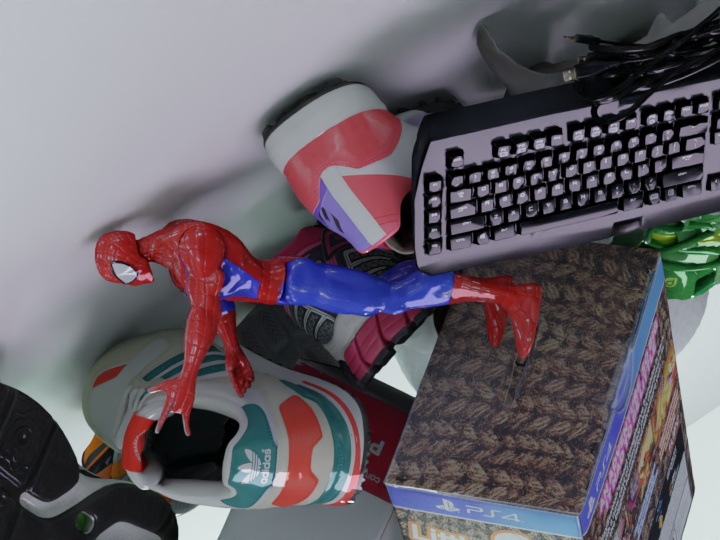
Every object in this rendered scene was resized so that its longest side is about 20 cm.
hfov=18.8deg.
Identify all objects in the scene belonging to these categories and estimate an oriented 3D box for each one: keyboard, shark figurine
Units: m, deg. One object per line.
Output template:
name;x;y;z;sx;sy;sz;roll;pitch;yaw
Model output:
keyboard;0.117;-0.054;0.922;0.199;0.040;0.105;-14;123;-14
shark figurine;0.101;-0.098;0.978;0.214;0.089;0.129;-35;-157;53

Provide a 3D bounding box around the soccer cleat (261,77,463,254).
soccer cleat;0.021;-0.038;1.006;0.068;0.073;0.200;-35;167;16

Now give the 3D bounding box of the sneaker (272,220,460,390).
sneaker;0.000;0.000;1.118;0.081;0.075;0.200;-47;-178;3

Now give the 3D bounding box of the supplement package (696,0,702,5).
supplement package;0.257;-0.087;1.062;0.121;0.120;0.200;-30;132;1

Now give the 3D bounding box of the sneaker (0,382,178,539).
sneaker;-0.188;0.107;1.073;0.115;0.076;0.200;7;157;36

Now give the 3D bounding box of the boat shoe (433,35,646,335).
boat shoe;0.104;-0.044;1.172;0.201;0.072;0.072;-57;-165;11

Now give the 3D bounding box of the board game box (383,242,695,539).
board game box;0.098;0.109;1.099;0.201;0.096;0.160;74;31;-46

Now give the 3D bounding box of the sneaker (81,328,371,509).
sneaker;-0.090;0.070;1.051;0.093;0.071;0.199;2;-172;-43

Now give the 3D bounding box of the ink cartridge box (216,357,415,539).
ink cartridge box;-0.022;0.157;1.141;0.201;0.083;0.145;-65;166;0

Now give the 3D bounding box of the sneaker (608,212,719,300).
sneaker;0.166;-0.026;1.088;0.084;0.074;0.200;-60;158;-2

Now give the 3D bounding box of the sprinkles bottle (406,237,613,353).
sprinkles bottle;0.105;-0.021;1.276;0.199;0.069;0.068;-26;166;-23

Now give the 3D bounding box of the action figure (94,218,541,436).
action figure;-0.027;0.032;0.976;0.199;0.100;0.065;13;180;-16

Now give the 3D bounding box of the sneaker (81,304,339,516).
sneaker;-0.085;0.075;1.231;0.199;0.078;0.112;-31;-174;-33

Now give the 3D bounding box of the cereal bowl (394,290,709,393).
cereal bowl;0.121;0.040;1.333;0.199;0.084;0.200;-18;-165;5
